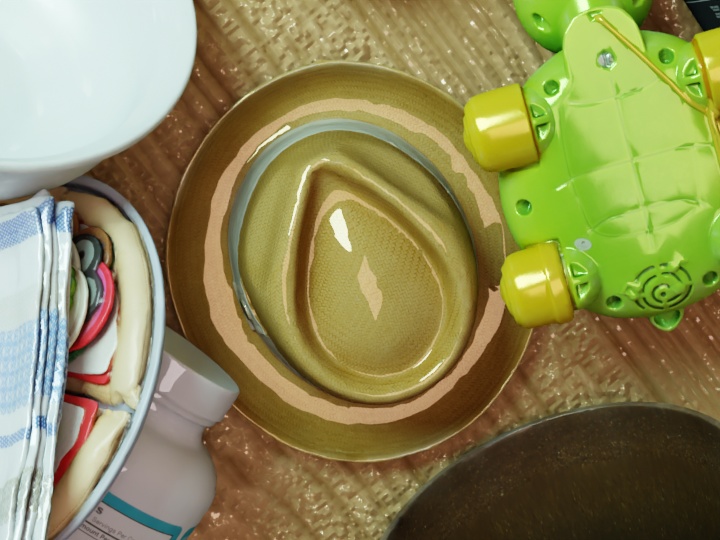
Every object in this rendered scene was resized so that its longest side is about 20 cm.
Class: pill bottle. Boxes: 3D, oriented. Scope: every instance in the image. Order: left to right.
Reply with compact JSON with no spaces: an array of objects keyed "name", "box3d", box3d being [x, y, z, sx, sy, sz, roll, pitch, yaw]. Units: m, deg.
[{"name":"pill bottle","box3d":[-0.142,0.117,0.761,0.111,0.111,0.200,36,92,-8]}]

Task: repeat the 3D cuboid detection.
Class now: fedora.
[{"name":"fedora","box3d":[0.000,0.000,0.773,0.199,0.082,0.202,-1,96,-6]}]

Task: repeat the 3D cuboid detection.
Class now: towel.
[{"name":"towel","box3d":[-0.184,0.073,0.683,0.146,0.024,0.201,-13,66,32]}]

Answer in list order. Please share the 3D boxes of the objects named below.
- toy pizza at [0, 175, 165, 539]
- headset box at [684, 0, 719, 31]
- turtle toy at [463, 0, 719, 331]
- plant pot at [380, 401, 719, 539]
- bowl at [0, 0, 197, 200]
[{"name":"toy pizza","box3d":[-0.170,0.045,0.721,0.201,0.200,0.032,-53,138,3]},{"name":"headset box","box3d":[0.235,-0.108,0.736,0.093,0.174,0.201,-35,98,0]},{"name":"turtle toy","box3d":[0.123,-0.069,0.766,0.145,0.101,0.201,-14,96,8]},{"name":"plant pot","box3d":[0.125,0.199,0.775,0.186,0.187,0.201,-24,113,-2]},{"name":"bowl","box3d":[-0.181,-0.103,0.721,0.200,0.090,0.202,15,52,-20]}]
